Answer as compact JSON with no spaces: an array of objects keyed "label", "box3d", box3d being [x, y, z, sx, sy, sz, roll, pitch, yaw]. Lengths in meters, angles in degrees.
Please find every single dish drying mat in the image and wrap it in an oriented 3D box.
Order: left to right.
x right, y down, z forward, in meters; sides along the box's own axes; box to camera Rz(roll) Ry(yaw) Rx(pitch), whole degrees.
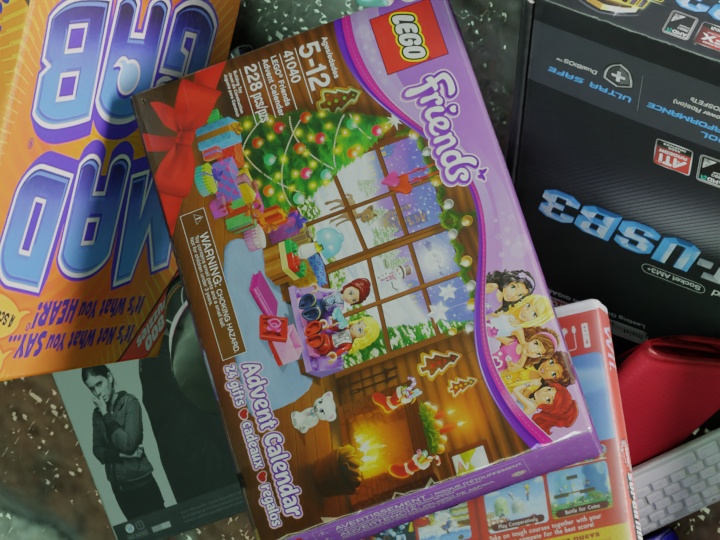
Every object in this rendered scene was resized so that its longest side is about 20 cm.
[{"label":"dish drying mat","box3d":[0.085,0.090,1.207,0.200,0.077,0.018,-47,53,35]}]

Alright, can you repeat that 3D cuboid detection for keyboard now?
[{"label":"keyboard","box3d":[0.095,0.112,1.219,0.199,0.056,0.011,-25,61,2]}]

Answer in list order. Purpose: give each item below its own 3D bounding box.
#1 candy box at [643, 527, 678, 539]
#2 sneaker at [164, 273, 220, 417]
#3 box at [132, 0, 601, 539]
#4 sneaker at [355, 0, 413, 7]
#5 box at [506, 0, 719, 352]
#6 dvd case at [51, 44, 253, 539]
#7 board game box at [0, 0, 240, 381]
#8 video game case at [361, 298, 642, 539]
[{"label":"candy box","box3d":[0.045,0.195,1.219,0.199,0.169,0.077,-25,87,21]},{"label":"sneaker","box3d":[0.002,0.038,1.233,0.199,0.086,0.081,26,102,-25]},{"label":"box","box3d":[0.000,0.000,1.120,0.136,0.039,0.201,-20,69,5]},{"label":"sneaker","box3d":[0.068,-0.170,1.092,0.199,0.092,0.078,-9,130,23]},{"label":"box","box3d":[0.157,-0.027,1.147,0.199,0.050,0.199,21,143,13]},{"label":"dvd case","box3d":[-0.081,0.015,1.301,0.150,0.025,0.201,-20,94,21]},{"label":"board game box","box3d":[-0.191,-0.078,1.204,0.199,0.200,0.201,16,98,19]},{"label":"video game case","box3d":[0.044,0.122,1.118,0.142,0.017,0.201,-13,71,18]}]
